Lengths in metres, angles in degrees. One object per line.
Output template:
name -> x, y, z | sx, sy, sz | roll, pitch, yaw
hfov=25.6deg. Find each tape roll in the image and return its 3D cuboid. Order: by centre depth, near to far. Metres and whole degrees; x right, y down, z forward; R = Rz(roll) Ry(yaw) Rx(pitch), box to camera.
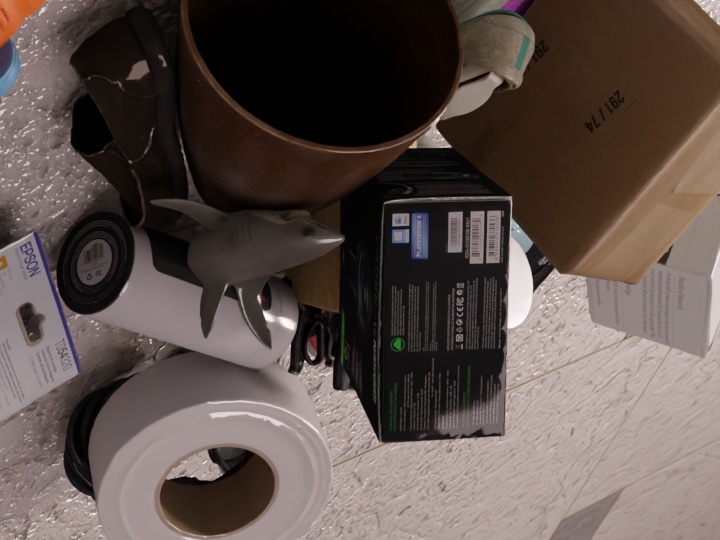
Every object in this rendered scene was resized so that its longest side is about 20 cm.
tape roll -> -0.127, 0.166, 1.344 | 0.202, 0.071, 0.203 | -9, 127, -12

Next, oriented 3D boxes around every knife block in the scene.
knife block -> 0.000, 0.000, 1.283 | 0.064, 0.176, 0.200 | -8, 152, -48

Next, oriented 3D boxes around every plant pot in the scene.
plant pot -> -0.052, -0.114, 1.090 | 0.187, 0.187, 0.200 | -25, 165, -28

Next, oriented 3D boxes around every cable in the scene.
cable -> -0.162, 0.163, 1.399 | 0.163, 0.051, 0.200 | -39, 131, 6

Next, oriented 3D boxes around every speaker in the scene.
speaker -> -0.137, 0.019, 1.226 | 0.081, 0.081, 0.200 | -48, 144, 14

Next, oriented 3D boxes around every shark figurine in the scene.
shark figurine -> -0.095, 0.009, 1.128 | 0.128, 0.090, 0.214 | 9, 167, -10

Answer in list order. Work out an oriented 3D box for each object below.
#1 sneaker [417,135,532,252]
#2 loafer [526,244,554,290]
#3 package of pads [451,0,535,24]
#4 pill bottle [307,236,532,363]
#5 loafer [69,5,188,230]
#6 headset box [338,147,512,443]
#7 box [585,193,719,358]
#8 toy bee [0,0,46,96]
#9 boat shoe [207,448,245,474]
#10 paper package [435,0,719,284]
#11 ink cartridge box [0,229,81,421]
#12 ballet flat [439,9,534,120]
sneaker -> 0.095, -0.042, 1.411 | 0.074, 0.082, 0.200 | -42, 137, 20
loafer -> 0.181, -0.037, 1.597 | 0.201, 0.068, 0.070 | -40, 157, -16
package of pads -> 0.129, -0.208, 1.272 | 0.154, 0.068, 0.200 | -40, 154, 2
pill bottle -> 0.044, 0.021, 1.361 | 0.200, 0.109, 0.109 | -11, 177, 42
loafer -> -0.163, -0.097, 1.073 | 0.071, 0.073, 0.200 | -19, 145, -15
headset box -> 0.041, 0.009, 1.159 | 0.093, 0.200, 0.174 | -2, 106, -9
box -> 0.320, -0.051, 1.599 | 0.200, 0.131, 0.199 | 69, 41, -62
toy bee -> -0.249, -0.137, 0.879 | 0.200, 0.109, 0.131 | -51, 156, -40
boat shoe -> -0.119, 0.132, 1.472 | 0.076, 0.060, 0.200 | -33, 152, -11
paper package -> 0.189, -0.119, 1.195 | 0.103, 0.191, 0.200 | 7, 129, -49
ink cartridge box -> -0.310, 0.064, 1.145 | 0.200, 0.043, 0.196 | -33, 151, -20
ballet flat -> 0.046, -0.137, 1.180 | 0.067, 0.062, 0.200 | 25, 153, -32
